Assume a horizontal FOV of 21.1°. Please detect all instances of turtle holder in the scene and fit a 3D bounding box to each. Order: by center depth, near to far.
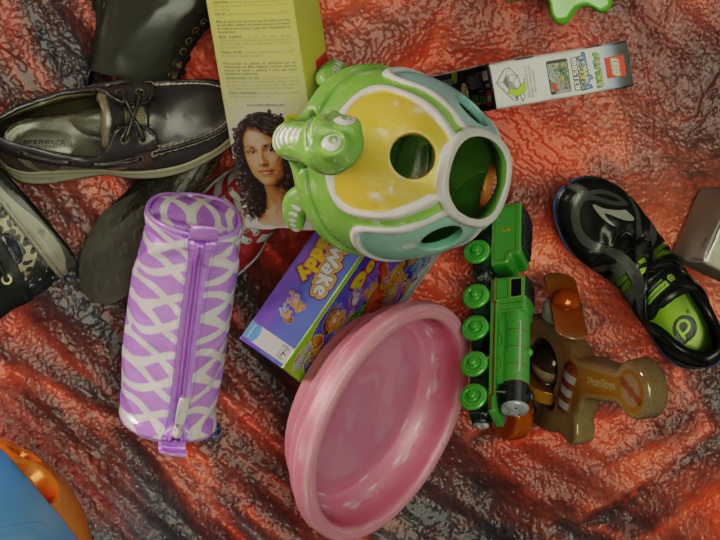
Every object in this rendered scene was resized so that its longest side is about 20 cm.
[{"bbox_3d":[0.023,-0.084,1.350,0.141,0.131,0.186,-59,137,-21],"label":"turtle holder"}]

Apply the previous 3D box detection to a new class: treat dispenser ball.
[{"bbox_3d":[-0.295,0.221,1.422,0.199,0.201,0.203,-1,93,-12],"label":"treat dispenser ball"}]

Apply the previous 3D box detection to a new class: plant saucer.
[{"bbox_3d":[0.007,0.112,1.512,0.051,0.200,0.201,26,86,33],"label":"plant saucer"}]

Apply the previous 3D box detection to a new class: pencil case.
[{"bbox_3d":[-0.139,0.040,1.476,0.083,0.086,0.201,5,114,-7],"label":"pencil case"}]

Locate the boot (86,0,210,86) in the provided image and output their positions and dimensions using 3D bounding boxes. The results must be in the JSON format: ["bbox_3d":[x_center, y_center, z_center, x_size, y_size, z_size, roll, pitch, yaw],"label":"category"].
[{"bbox_3d":[-0.114,-0.200,1.514,0.198,0.077,0.139,8,95,1],"label":"boot"}]

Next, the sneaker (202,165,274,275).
[{"bbox_3d":[-0.072,-0.060,1.502,0.071,0.112,0.200,43,84,-10],"label":"sneaker"}]

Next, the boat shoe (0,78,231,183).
[{"bbox_3d":[-0.187,-0.109,1.474,0.198,0.065,0.073,-7,78,6],"label":"boat shoe"}]

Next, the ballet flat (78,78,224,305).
[{"bbox_3d":[-0.155,-0.061,1.522,0.067,0.046,0.201,29,89,11],"label":"ballet flat"}]

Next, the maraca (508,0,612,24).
[{"bbox_3d":[0.177,-0.299,1.547,0.136,0.107,0.201,24,87,-4],"label":"maraca"}]

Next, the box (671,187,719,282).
[{"bbox_3d":[0.369,0.001,1.615,0.199,0.082,0.069,25,88,-13],"label":"box"}]

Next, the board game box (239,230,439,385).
[{"bbox_3d":[0.000,0.000,1.509,0.045,0.134,0.201,33,85,23],"label":"board game box"}]

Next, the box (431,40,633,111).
[{"bbox_3d":[0.125,-0.146,1.495,0.109,0.200,0.035,-10,94,-11],"label":"box"}]

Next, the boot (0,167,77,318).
[{"bbox_3d":[-0.335,-0.030,1.470,0.154,0.073,0.204,-44,99,-4],"label":"boot"}]

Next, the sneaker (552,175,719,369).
[{"bbox_3d":[0.237,0.000,1.585,0.071,0.083,0.200,-41,99,-8],"label":"sneaker"}]

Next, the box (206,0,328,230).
[{"bbox_3d":[-0.060,-0.130,1.407,0.075,0.050,0.201,0,113,23],"label":"box"}]

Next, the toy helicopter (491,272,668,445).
[{"bbox_3d":[0.177,0.073,1.518,0.078,0.200,0.133,-5,96,-27],"label":"toy helicopter"}]

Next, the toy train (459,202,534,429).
[{"bbox_3d":[0.111,0.034,1.532,0.056,0.042,0.201,-7,58,17],"label":"toy train"}]
